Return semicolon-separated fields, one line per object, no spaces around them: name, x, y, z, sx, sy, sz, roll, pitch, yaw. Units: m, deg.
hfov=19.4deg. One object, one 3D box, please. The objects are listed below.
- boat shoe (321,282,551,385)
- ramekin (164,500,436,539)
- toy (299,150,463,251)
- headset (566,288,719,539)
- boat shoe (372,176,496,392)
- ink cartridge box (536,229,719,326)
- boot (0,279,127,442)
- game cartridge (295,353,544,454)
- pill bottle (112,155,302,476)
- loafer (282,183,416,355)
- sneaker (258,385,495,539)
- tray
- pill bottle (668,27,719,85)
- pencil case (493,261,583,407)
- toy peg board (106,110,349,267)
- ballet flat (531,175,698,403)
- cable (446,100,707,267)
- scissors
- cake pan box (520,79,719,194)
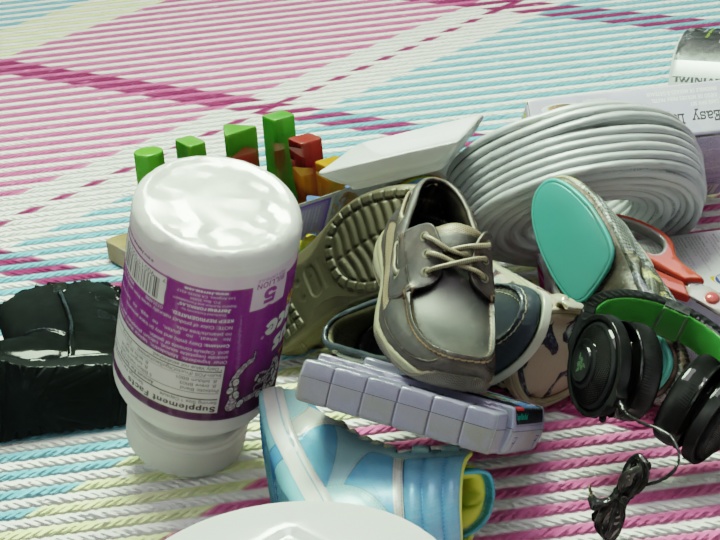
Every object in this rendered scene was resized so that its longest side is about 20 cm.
boat shoe;0.049;0.038;1.442;0.062;0.075;0.199;32;-22;-29
ramekin;-0.036;0.201;1.094;0.199;0.098;0.201;-5;21;2
toy;0.027;-0.024;1.668;0.199;0.116;0.047;-15;51;-28
headset;0.183;0.087;1.335;0.123;0.094;0.200;23;29;2
boat shoe;0.046;0.003;1.315;0.074;0.074;0.200;7;28;-14
ink cartridge box;0.242;0.011;1.597;0.198;0.042;0.119;-9;23;-2
boot;-0.249;0.060;1.542;0.197;0.074;0.163;-1;23;-10
game cartridge;0.045;0.084;1.324;0.129;0.039;0.200;11;-1;13
pill bottle;-0.103;0.035;1.374;0.111;0.201;0.113;7;38;-6
loafer;0.000;0.000;1.541;0.199;0.077;0.067;-30;-21;32
sneaker;0.010;0.128;1.302;0.130;0.080;0.200;-11;31;-10
tray;0.037;-0.090;1.621;0.107;0.022;0.200;-13;7;11
pill bottle;0.389;-0.165;1.919;0.199;0.107;0.106;6;24;26
pencil case;0.094;0.030;1.512;0.077;0.090;0.200;-2;18;-27
toy peg board;-0.087;-0.056;1.768;0.199;0.099;0.199;-18;25;-29
ballet flat;0.186;0.017;1.491;0.072;0.072;0.201;-13;52;-20
cable;0.167;-0.061;1.624;0.198;0.070;0.200;-11;-21;5
scissors;0.249;0.011;1.532;0.199;0.014;0.073;20;53;21
cake pan box;0.225;-0.100;1.742;0.198;0.053;0.184;-7;-12;-2
